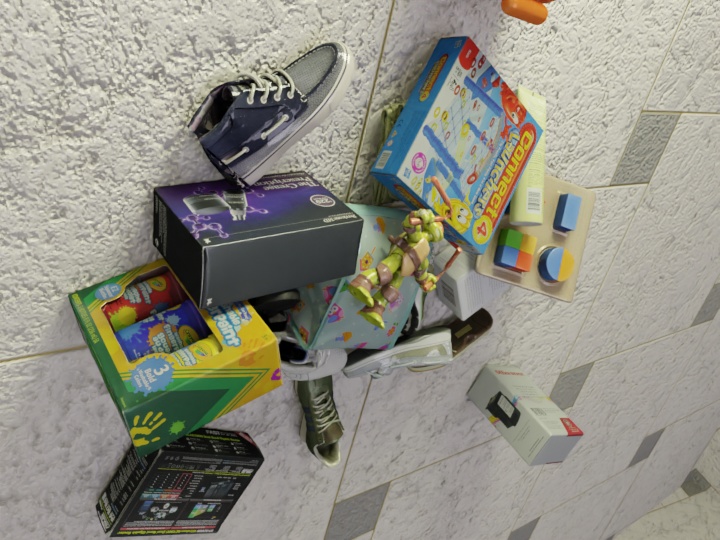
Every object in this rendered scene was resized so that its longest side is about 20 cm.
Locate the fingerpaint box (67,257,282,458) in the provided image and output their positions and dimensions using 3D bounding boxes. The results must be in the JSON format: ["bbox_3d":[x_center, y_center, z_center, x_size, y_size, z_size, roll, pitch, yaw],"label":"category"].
[{"bbox_3d":[-0.203,0.073,0.729,0.164,0.200,0.075,-23,134,-24],"label":"fingerpaint box"}]

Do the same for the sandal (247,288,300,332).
[{"bbox_3d":[-0.118,0.057,0.827,0.073,0.200,0.046,-9,85,-18],"label":"sandal"}]

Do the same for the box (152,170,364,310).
[{"bbox_3d":[-0.116,-0.043,0.761,0.197,0.141,0.080,-13,130,-35],"label":"box"}]

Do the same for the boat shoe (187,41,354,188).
[{"bbox_3d":[-0.094,-0.184,0.717,0.201,0.075,0.093,-48,147,1],"label":"boat shoe"}]

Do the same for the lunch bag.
[{"bbox_3d":[0.000,0.000,0.913,0.168,0.122,0.203,4,121,-42],"label":"lunch bag"}]

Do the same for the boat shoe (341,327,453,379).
[{"bbox_3d":[0.062,0.144,1.094,0.198,0.074,0.066,-14,96,-23],"label":"boat shoe"}]

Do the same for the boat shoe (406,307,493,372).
[{"bbox_3d":[0.155,0.139,1.206,0.197,0.072,0.077,-21,149,-26],"label":"boat shoe"}]

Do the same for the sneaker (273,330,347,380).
[{"bbox_3d":[-0.084,0.122,0.947,0.198,0.086,0.076,14,83,-48],"label":"sneaker"}]

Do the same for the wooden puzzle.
[{"bbox_3d":[0.287,-0.062,1.068,0.196,0.046,0.190,17,84,-19],"label":"wooden puzzle"}]

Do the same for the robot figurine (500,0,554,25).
[{"bbox_3d":[0.190,-0.381,0.784,0.197,0.146,0.117,-6,148,-37],"label":"robot figurine"}]

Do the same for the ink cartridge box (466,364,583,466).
[{"bbox_3d":[0.337,0.294,1.384,0.144,0.200,0.084,12,117,-45],"label":"ink cartridge box"}]

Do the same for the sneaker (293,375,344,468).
[{"bbox_3d":[-0.056,0.231,1.068,0.066,0.090,0.204,-20,132,-26],"label":"sneaker"}]

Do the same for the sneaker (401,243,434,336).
[{"bbox_3d":[0.089,0.018,1.053,0.088,0.076,0.203,-36,146,-40],"label":"sneaker"}]

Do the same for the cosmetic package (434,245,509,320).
[{"bbox_3d":[0.219,-0.021,1.128,0.198,0.071,0.103,-34,137,-16],"label":"cosmetic package"}]

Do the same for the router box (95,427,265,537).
[{"bbox_3d":[-0.255,0.305,0.972,0.198,0.062,0.151,24,103,-49],"label":"router box"}]

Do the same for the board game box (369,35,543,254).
[{"bbox_3d":[0.132,-0.158,0.878,0.195,0.055,0.203,34,79,-38],"label":"board game box"}]

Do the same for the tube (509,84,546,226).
[{"bbox_3d":[0.255,-0.170,1.017,0.058,0.051,0.205,20,73,-84],"label":"tube"}]

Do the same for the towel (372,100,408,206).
[{"bbox_3d":[0.101,-0.169,0.935,0.197,0.036,0.151,-13,127,-34],"label":"towel"}]

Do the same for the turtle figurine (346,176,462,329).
[{"bbox_3d":[0.053,-0.018,0.823,0.161,0.064,0.201,-46,154,-18],"label":"turtle figurine"}]
